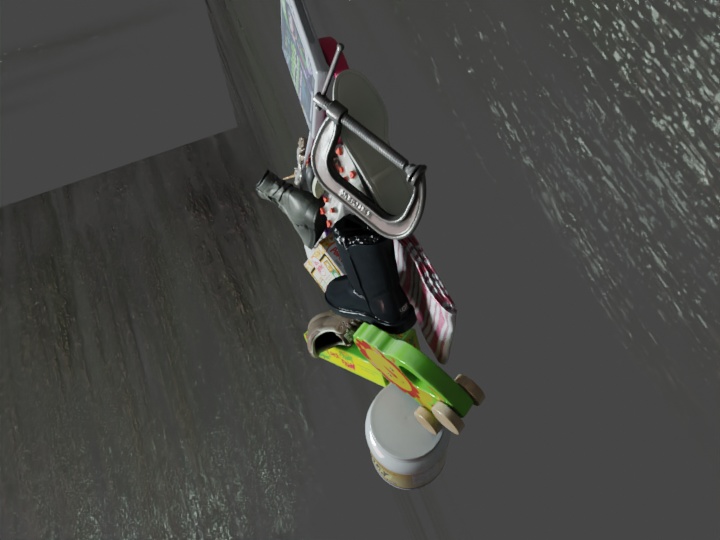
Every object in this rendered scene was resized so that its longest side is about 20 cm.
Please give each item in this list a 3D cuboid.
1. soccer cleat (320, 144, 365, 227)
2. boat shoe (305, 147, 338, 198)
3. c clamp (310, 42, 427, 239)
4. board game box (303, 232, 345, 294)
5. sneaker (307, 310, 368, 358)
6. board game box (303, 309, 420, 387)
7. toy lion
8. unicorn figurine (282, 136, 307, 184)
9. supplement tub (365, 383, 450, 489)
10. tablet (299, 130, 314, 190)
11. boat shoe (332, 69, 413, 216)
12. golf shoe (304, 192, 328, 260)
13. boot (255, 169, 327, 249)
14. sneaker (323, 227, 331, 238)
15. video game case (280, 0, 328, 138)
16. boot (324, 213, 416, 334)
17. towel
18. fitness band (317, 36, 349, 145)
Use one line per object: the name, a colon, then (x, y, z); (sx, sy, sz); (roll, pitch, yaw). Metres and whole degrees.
soccer cleat: (-0.006, -0.142, 0.902); (0.070, 0.076, 0.201); (61, 148, 25)
boat shoe: (-0.066, -0.171, 0.964); (0.062, 0.074, 0.202); (35, -166, -2)
c clamp: (0.008, -0.137, 0.698); (0.199, 0.027, 0.172); (43, 133, 7)
board game box: (-0.024, 0.035, 1.139); (0.202, 0.046, 0.151); (53, 157, 2)
sneaker: (-0.005, 0.092, 0.973); (0.071, 0.197, 0.077); (48, -154, -31)
board game box: (0.000, 0.129, 1.038); (0.197, 0.101, 0.049); (15, 135, 44)
toy lion: (0.069, 0.147, 0.833); (0.191, 0.069, 0.200); (42, 165, 6)
unicorn figurine: (-0.128, -0.235, 1.364); (0.202, 0.072, 0.140); (111, 149, -53)
supplement tub: (0.081, 0.281, 0.980); (0.202, 0.141, 0.147); (80, 165, -59)
tablet: (-0.098, -0.194, 1.102); (0.200, 0.013, 0.134); (123, 157, -81)
boat shoe: (0.009, -0.160, 0.763); (0.204, 0.071, 0.062); (66, 166, -8)
golf shoe: (-0.091, -0.090, 1.225); (0.092, 0.073, 0.206); (-78, -9, -70)
boot: (-0.122, -0.115, 1.043); (0.129, 0.069, 0.200); (31, 165, 4)
sneaker: (-0.032, -0.052, 1.183); (0.088, 0.080, 0.202); (43, 160, 29)
video game case: (-0.093, -0.340, 0.922); (0.200, 0.023, 0.186); (113, 139, -75)
boot: (-0.005, -0.007, 0.866); (0.198, 0.076, 0.172); (20, 136, 49)
towel: (0.081, 0.026, 0.844); (0.148, 0.029, 0.203); (84, 163, -55)
fitness band: (-0.049, -0.283, 0.928); (0.200, 0.037, 0.147); (147, 104, -78)
